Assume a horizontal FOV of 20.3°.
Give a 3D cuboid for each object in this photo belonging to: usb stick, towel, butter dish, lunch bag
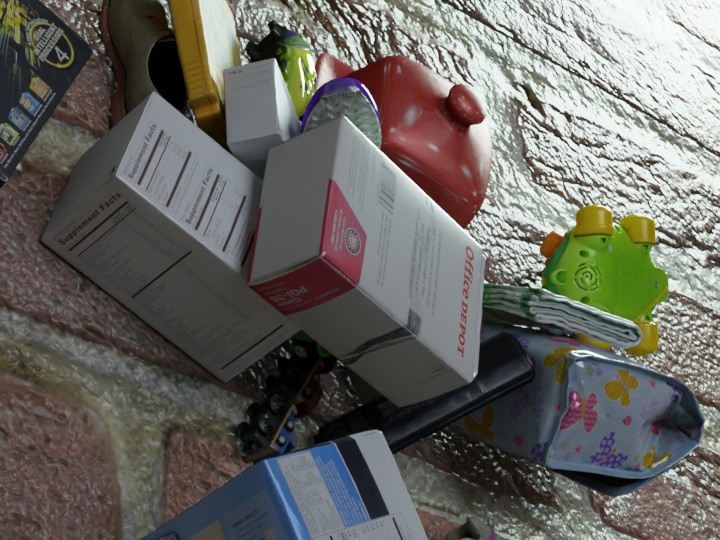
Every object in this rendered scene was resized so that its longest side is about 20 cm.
[{"bbox_3d":[0.056,0.113,1.707,0.199,0.033,0.056,-27,56,-13],"label":"usb stick"},{"bbox_3d":[0.141,0.040,1.845,0.149,0.199,0.031,20,81,-39],"label":"towel"},{"bbox_3d":[0.058,-0.123,1.903,0.199,0.148,0.201,35,40,-26],"label":"butter dish"},{"bbox_3d":[0.193,0.125,1.821,0.199,0.169,0.128,12,94,-41],"label":"lunch bag"}]

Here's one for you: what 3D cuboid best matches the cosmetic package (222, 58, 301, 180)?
[{"bbox_3d":[-0.070,-0.085,1.723,0.200,0.050,0.083,69,11,-54],"label":"cosmetic package"}]

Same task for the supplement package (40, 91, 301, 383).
[{"bbox_3d":[-0.138,-0.026,1.632,0.200,0.114,0.110,40,40,-20],"label":"supplement package"}]

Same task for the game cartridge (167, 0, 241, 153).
[{"bbox_3d":[-0.129,-0.184,1.759,0.177,0.032,0.201,64,10,-63],"label":"game cartridge"}]

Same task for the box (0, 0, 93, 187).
[{"bbox_3d":[-0.316,-0.166,1.600,0.161,0.049,0.201,41,39,-14],"label":"box"}]

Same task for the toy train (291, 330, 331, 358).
[{"bbox_3d":[0.000,0.000,1.724,0.200,0.042,0.057,-47,129,-36],"label":"toy train"}]

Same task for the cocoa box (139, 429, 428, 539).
[{"bbox_3d":[-0.064,0.222,1.445,0.131,0.200,0.134,-8,69,-50],"label":"cocoa box"}]

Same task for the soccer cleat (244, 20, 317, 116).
[{"bbox_3d":[-0.062,-0.167,1.829,0.084,0.065,0.200,43,15,-20],"label":"soccer cleat"}]

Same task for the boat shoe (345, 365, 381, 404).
[{"bbox_3d":[0.020,0.044,1.790,0.067,0.072,0.201,11,52,-38],"label":"boat shoe"}]

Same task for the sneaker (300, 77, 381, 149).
[{"bbox_3d":[-0.019,-0.123,1.728,0.201,0.069,0.100,83,-2,-62],"label":"sneaker"}]

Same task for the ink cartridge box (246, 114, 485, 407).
[{"bbox_3d":[0.009,-0.003,1.620,0.200,0.082,0.147,41,41,-36],"label":"ink cartridge box"}]

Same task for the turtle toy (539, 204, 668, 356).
[{"bbox_3d":[0.248,0.016,2.043,0.199,0.101,0.147,8,79,-48],"label":"turtle toy"}]

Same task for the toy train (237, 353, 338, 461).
[{"bbox_3d":[-0.054,0.100,1.698,0.046,0.034,0.200,55,34,-17],"label":"toy train"}]

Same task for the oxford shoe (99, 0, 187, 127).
[{"bbox_3d":[-0.178,-0.193,1.753,0.070,0.074,0.201,15,50,-38],"label":"oxford shoe"}]

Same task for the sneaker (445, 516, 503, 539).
[{"bbox_3d":[0.075,0.276,1.670,0.088,0.081,0.200,50,28,-4],"label":"sneaker"}]
